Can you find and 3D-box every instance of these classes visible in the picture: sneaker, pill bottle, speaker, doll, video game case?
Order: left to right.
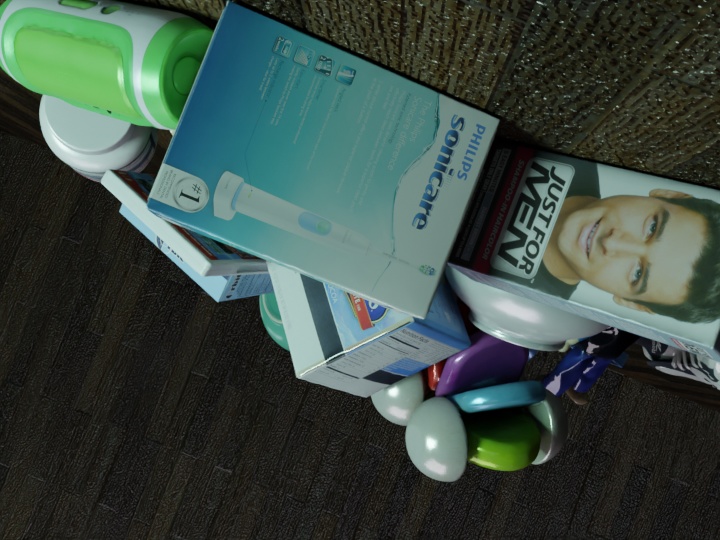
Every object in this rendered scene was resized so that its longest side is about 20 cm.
[{"bbox_3d":[-0.288,-0.165,0.996,0.119,0.120,0.200,22,176,-9],"label":"pill bottle"},{"bbox_3d":[-0.195,-0.165,0.697,0.199,0.089,0.088,20,176,32],"label":"speaker"},{"bbox_3d":[-0.144,-0.046,0.894,0.143,0.017,0.200,41,-164,18],"label":"video game case"},{"bbox_3d":[0.253,0.070,0.946,0.136,0.201,0.049,-3,-131,-30],"label":"doll"},{"bbox_3d":[0.408,0.099,1.131,0.129,0.080,0.199,11,-177,22],"label":"sneaker"}]

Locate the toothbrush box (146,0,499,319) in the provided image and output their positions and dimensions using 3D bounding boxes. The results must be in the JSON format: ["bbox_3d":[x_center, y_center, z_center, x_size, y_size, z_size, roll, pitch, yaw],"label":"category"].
[{"bbox_3d":[-0.026,-0.070,0.624,0.199,0.147,0.085,21,177,-7],"label":"toothbrush box"}]

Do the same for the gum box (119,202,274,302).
[{"bbox_3d":[-0.139,-0.040,1.015,0.170,0.045,0.200,39,-156,24],"label":"gum box"}]

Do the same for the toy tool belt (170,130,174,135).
[{"bbox_3d":[-0.115,-0.118,0.829,0.200,0.125,0.123,36,167,44],"label":"toy tool belt"}]

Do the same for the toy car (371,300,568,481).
[{"bbox_3d":[0.119,0.113,0.935,0.174,0.151,0.200,-3,-150,-25],"label":"toy car"}]

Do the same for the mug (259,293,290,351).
[{"bbox_3d":[-0.054,0.018,1.147,0.151,0.186,0.114,-9,164,38],"label":"mug"}]

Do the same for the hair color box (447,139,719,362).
[{"bbox_3d":[0.168,-0.018,0.626,0.199,0.100,0.061,19,175,33],"label":"hair color box"}]

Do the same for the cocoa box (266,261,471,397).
[{"bbox_3d":[0.000,0.000,0.880,0.131,0.201,0.133,-28,154,22],"label":"cocoa box"}]

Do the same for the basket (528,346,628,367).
[{"bbox_3d":[0.219,0.054,1.107,0.199,0.140,0.176,28,177,1],"label":"basket"}]

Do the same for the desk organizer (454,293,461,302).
[{"bbox_3d":[0.082,0.020,1.118,0.076,0.072,0.200,16,-167,1],"label":"desk organizer"}]

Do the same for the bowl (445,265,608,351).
[{"bbox_3d":[0.161,0.017,0.857,0.200,0.091,0.201,15,-168,-3],"label":"bowl"}]
